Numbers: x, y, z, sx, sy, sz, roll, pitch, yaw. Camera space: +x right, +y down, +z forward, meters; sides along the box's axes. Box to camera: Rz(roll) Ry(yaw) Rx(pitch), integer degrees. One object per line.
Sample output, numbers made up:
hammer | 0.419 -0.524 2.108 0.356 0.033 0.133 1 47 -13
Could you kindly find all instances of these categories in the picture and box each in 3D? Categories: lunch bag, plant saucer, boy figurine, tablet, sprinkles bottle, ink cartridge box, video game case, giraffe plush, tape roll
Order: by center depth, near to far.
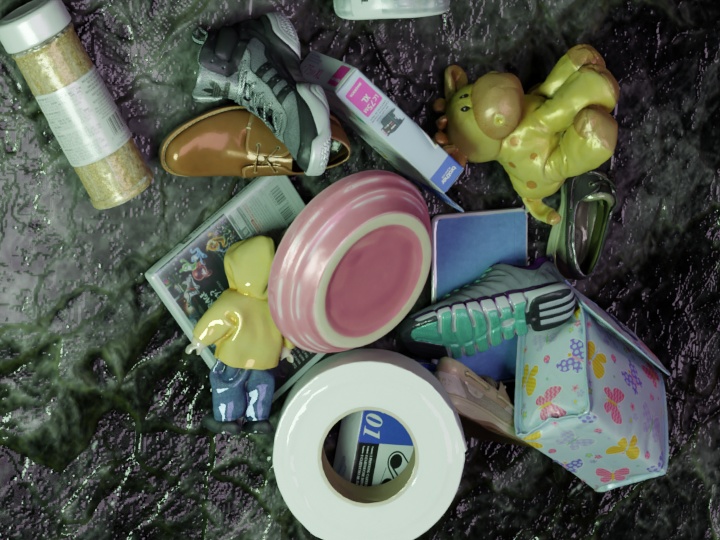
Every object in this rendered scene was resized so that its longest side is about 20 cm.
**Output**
sprinkles bottle | -0.268 -0.158 1.528 0.068 0.068 0.201 -35 114 -20
plant saucer | 0.000 0.000 1.617 0.199 0.051 0.202 -25 133 -29
boy figurine | -0.120 0.064 1.629 0.123 0.064 0.202 -1 98 -34
ink cartridge box | 0.029 -0.144 1.671 0.042 0.119 0.200 -49 119 -4
video game case | -0.102 0.023 1.683 0.182 0.023 0.201 -42 117 -18
tape roll | 0.009 0.186 1.687 0.200 0.071 0.205 0 98 0
giraffe plush | 0.164 -0.160 1.749 0.161 0.173 0.201 19 121 -21
ink cartridge box | 0.022 0.195 1.771 0.093 0.044 0.202 7 95 -32
tablet | 0.134 0.033 1.827 0.129 0.014 0.202 -6 101 -29
lunch bag | 0.265 0.121 1.833 0.169 0.126 0.202 37 43 -35

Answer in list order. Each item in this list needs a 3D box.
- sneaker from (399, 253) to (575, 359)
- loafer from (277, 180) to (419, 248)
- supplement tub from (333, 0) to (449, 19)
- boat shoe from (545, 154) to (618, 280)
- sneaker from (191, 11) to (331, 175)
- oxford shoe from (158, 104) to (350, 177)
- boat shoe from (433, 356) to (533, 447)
sneaker | 0.134 0.037 1.794 0.198 0.088 0.075 -12 133 -7
loafer | 0.003 -0.041 1.690 0.199 0.067 0.077 -31 112 -38
supplement tub | 0.028 -0.358 1.635 0.121 0.122 0.202 -9 103 -28
boat shoe | 0.265 -0.086 1.851 0.071 0.066 0.203 10 94 -30
sneaker | -0.102 -0.168 1.576 0.113 0.201 0.076 -7 144 -20
oxford shoe | -0.103 -0.123 1.620 0.198 0.071 0.072 -10 123 -19
boat shoe | 0.141 0.150 1.804 0.199 0.072 0.066 30 69 -47
